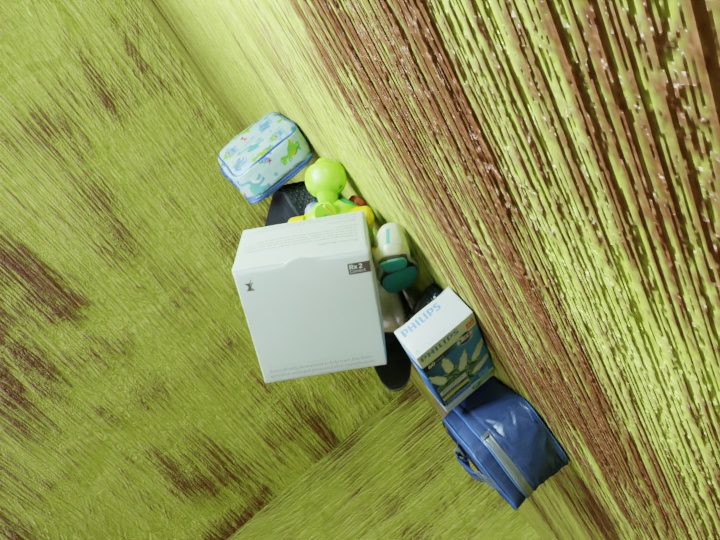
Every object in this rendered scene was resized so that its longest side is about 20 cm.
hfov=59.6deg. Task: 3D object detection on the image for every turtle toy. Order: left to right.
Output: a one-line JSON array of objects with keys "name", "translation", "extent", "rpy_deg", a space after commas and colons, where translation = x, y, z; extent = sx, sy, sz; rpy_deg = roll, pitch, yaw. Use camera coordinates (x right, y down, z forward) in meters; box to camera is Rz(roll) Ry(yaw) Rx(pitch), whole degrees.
[{"name": "turtle toy", "translation": [-0.042, -0.082, 1.025], "extent": [0.102, 0.142, 0.203], "rpy_deg": [-81, -19, -54]}]

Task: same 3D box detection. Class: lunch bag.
[{"name": "lunch bag", "translation": [-0.185, -0.215, 1.187], "extent": [0.083, 0.160, 0.200], "rpy_deg": [54, 174, -32]}, {"name": "lunch bag", "translation": [0.215, 0.272, 1.003], "extent": [0.137, 0.132, 0.200], "rpy_deg": [53, 175, -9]}]

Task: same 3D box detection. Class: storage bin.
[{"name": "storage bin", "translation": [-0.116, -0.062, 1.222], "extent": [0.136, 0.092, 0.202], "rpy_deg": [55, 142, 26]}]

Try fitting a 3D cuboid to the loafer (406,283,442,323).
[{"name": "loafer", "translation": [0.113, 0.088, 1.017], "extent": [0.073, 0.072, 0.201], "rpy_deg": [48, 174, 29]}]

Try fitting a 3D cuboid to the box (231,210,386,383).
[{"name": "box", "translation": [-0.069, 0.039, 0.946], "extent": [0.132, 0.194, 0.204], "rpy_deg": [-94, -5, -61]}]

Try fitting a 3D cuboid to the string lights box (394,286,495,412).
[{"name": "string lights box", "translation": [0.129, 0.122, 0.927], "extent": [0.059, 0.102, 0.201], "rpy_deg": [48, 174, 38]}]

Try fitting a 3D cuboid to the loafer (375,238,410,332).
[{"name": "loafer", "translation": [0.036, 0.026, 1.105], "extent": [0.076, 0.067, 0.202], "rpy_deg": [56, -166, -44]}]

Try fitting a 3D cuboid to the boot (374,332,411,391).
[{"name": "boot", "translation": [0.061, 0.151, 1.180], "extent": [0.155, 0.072, 0.207], "rpy_deg": [67, -173, -55]}]

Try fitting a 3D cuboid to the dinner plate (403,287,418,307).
[{"name": "dinner plate", "translation": [0.110, 0.075, 1.260], "extent": [0.201, 0.024, 0.200], "rpy_deg": [52, 175, 6]}]

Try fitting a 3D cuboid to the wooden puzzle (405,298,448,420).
[{"name": "wooden puzzle", "translation": [0.130, 0.163, 1.150], "extent": [0.201, 0.045, 0.187], "rpy_deg": [69, 178, -55]}]

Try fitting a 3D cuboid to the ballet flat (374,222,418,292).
[{"name": "ballet flat", "translation": [0.051, -0.021, 0.961], "extent": [0.070, 0.069, 0.200], "rpy_deg": [51, 173, 15]}]

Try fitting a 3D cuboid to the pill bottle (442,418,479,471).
[{"name": "pill bottle", "translation": [0.245, 0.318, 1.177], "extent": [0.113, 0.111, 0.200], "rpy_deg": [55, 175, -32]}]
